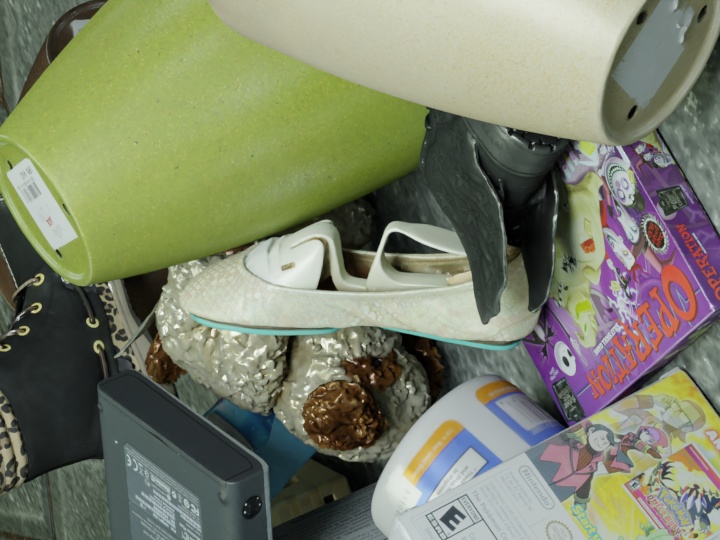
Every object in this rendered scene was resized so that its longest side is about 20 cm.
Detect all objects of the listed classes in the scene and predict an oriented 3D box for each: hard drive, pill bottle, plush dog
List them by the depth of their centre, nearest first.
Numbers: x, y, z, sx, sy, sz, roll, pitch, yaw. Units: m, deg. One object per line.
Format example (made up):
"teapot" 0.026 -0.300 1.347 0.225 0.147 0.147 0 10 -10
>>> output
"pill bottle" 0.111 0.158 1.221 0.200 0.112 0.113 41 148 24
"hard drive" -0.102 0.175 1.336 0.139 0.033 0.202 30 132 43
"plush dog" -0.035 0.051 1.361 0.171 0.200 0.161 37 114 11

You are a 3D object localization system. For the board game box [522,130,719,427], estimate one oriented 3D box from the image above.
"board game box" 0.125 0.000 1.170 0.121 0.032 0.200 57 156 11

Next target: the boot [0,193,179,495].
"boot" -0.218 0.044 1.412 0.073 0.150 0.201 -41 75 48

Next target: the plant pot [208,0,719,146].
"plant pot" 0.059 -0.143 1.014 0.199 0.187 0.188 35 144 28

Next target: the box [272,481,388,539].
"box" 0.026 0.206 1.377 0.200 0.183 0.106 7 116 64

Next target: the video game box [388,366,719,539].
"video game box" 0.139 0.168 1.098 0.201 0.181 0.047 56 159 24

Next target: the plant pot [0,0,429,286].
"plant pot" -0.096 -0.083 1.225 0.187 0.199 0.188 43 154 28

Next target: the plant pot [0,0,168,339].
"plant pot" -0.165 -0.082 1.518 0.187 0.186 0.201 52 154 30

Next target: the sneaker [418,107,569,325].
"sneaker" 0.055 -0.082 1.164 0.201 0.060 0.105 65 152 29

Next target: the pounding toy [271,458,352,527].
"pounding toy" -0.017 0.236 1.602 0.200 0.141 0.186 -174 63 -76

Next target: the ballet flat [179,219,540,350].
"ballet flat" 0.000 0.000 1.214 0.068 0.198 0.063 -74 -14 -62

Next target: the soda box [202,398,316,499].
"soda box" -0.070 0.109 1.463 0.068 0.200 0.064 49 122 -1
